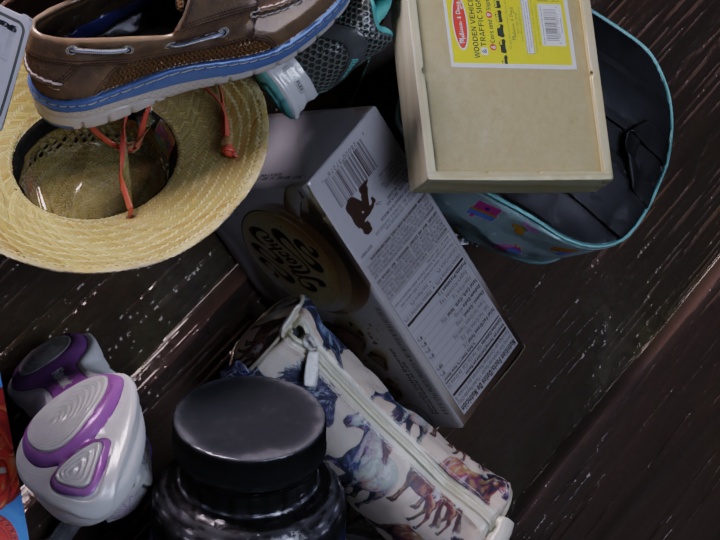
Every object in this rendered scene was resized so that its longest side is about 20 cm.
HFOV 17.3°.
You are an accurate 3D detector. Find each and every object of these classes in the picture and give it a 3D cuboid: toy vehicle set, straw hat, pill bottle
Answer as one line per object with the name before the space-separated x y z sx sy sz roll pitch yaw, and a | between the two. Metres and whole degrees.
toy vehicle set | 0.081 -0.146 1.430 0.124 0.027 0.200 0 75 -23
straw hat | -0.151 -0.052 1.351 0.201 0.201 0.085 -47 162 -32
pill bottle | -0.064 0.165 1.344 0.112 0.112 0.200 -27 132 -39

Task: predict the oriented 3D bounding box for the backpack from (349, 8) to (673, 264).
backpack | 0.095 -0.097 1.525 0.200 0.153 0.176 26 65 -16

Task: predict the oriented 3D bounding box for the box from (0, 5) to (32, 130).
box | -0.269 -0.111 1.172 0.117 0.200 0.060 25 73 -40

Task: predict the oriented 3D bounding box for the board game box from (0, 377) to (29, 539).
board game box | -0.283 0.094 1.255 0.200 0.056 0.196 -16 100 -41

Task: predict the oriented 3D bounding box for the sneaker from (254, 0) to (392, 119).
sneaker | -0.019 -0.167 1.424 0.078 0.091 0.200 54 17 -32

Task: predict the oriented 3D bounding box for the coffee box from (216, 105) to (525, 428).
coffee box | 0.000 0.000 1.475 0.080 0.113 0.200 -51 122 -31

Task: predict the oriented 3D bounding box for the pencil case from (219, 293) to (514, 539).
pencil case | 0.006 0.104 1.450 0.200 0.089 0.078 43 74 -7

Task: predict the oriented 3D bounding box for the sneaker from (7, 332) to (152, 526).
sneaker | -0.139 0.100 1.295 0.075 0.200 0.100 -31 109 0

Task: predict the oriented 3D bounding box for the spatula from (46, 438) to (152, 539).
spatula | -0.180 0.168 1.369 0.057 0.021 0.200 35 69 -20

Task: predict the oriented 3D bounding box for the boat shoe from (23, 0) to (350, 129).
boat shoe | -0.092 -0.145 1.309 0.200 0.072 0.072 -28 146 -15

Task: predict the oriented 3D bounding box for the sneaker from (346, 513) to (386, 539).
sneaker | -0.027 0.169 1.486 0.116 0.075 0.200 -49 130 -37
